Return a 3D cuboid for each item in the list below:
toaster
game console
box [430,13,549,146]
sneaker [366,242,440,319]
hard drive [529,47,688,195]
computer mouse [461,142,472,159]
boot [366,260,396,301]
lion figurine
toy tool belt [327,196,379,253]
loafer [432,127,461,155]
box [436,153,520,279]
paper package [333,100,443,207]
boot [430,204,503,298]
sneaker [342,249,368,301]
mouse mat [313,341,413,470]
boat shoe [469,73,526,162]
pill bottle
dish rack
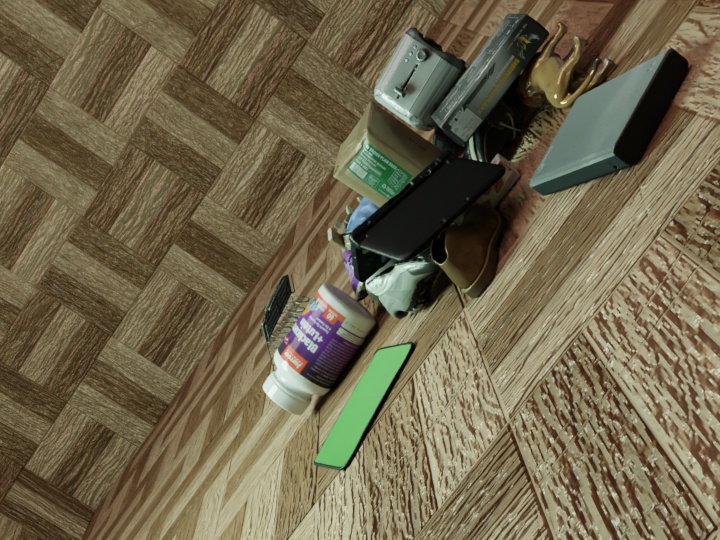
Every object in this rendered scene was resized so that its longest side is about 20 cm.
[{"bbox_3d":[0.104,-0.307,1.578,0.130,0.113,0.200,-55,-11,14],"label":"toaster"},{"bbox_3d":[0.092,-0.060,1.325,0.200,0.116,0.177,-41,-26,-19],"label":"game console"},{"bbox_3d":[0.188,-0.287,1.440,0.201,0.048,0.159,-53,9,11],"label":"box"},{"bbox_3d":[0.080,0.014,1.363,0.074,0.080,0.200,-31,-4,-25],"label":"sneaker"},{"bbox_3d":[0.278,-0.163,1.107,0.140,0.033,0.200,-59,10,-13],"label":"hard drive"},{"bbox_3d":[0.204,-0.253,1.611,0.110,0.043,0.201,93,-161,-45],"label":"computer mouse"},{"bbox_3d":[0.085,-0.034,1.521,0.201,0.073,0.075,-54,-14,14],"label":"boot"},{"bbox_3d":[0.273,-0.266,1.338,0.123,0.072,0.200,-56,12,19],"label":"lion figurine"},{"bbox_3d":[0.015,-0.096,1.848,0.125,0.122,0.201,-44,15,47],"label":"toy tool belt"},{"bbox_3d":[0.175,-0.281,1.735,0.071,0.073,0.200,-53,-6,-21],"label":"loafer"},{"bbox_3d":[0.153,-0.076,1.395,0.201,0.039,0.042,-53,9,19],"label":"box"},{"bbox_3d":[0.066,-0.172,1.642,0.104,0.199,0.191,-52,12,20],"label":"paper package"},{"bbox_3d":[0.139,-0.046,1.276,0.074,0.075,0.201,-52,10,28],"label":"boot"},{"bbox_3d":[0.000,0.000,1.644,0.080,0.084,0.200,-39,1,-5],"label":"sneaker"},{"bbox_3d":[0.002,0.190,1.365,0.201,0.007,0.161,-58,11,-16],"label":"mouse mat"},{"bbox_3d":[0.216,-0.227,1.496,0.067,0.072,0.201,-11,45,38],"label":"boat shoe"},{"bbox_3d":[-0.072,0.133,1.590,0.201,0.111,0.111,-55,10,7],"label":"pill bottle"},{"bbox_3d":[-0.120,0.115,1.703,0.154,0.054,0.202,-69,-24,-49],"label":"dish rack"}]
